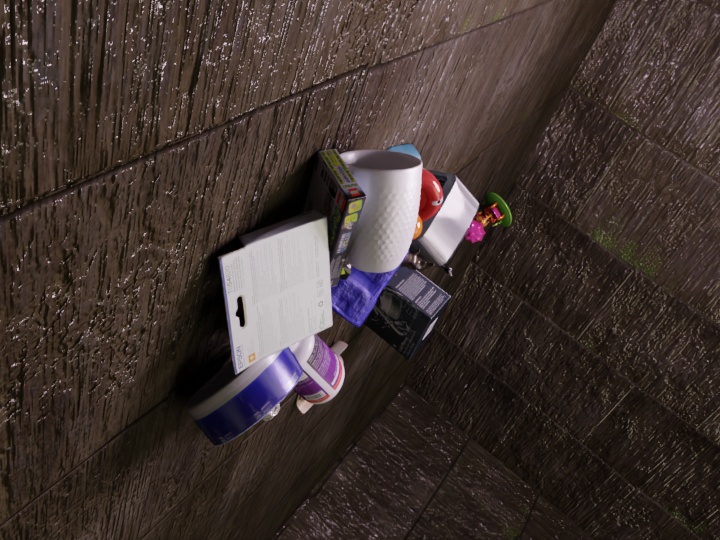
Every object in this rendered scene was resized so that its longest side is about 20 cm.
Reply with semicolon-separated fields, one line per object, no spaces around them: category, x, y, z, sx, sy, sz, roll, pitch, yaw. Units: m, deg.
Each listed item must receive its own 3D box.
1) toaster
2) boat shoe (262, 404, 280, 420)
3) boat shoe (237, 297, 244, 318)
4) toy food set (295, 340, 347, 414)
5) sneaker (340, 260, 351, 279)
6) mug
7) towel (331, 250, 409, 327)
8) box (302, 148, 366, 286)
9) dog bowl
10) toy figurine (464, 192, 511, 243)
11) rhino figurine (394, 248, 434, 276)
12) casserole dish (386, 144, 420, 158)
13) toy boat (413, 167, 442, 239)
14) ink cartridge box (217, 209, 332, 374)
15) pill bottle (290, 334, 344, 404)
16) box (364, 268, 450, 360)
toaster;0.156;-0.116;1.491;0.118;0.198;0.184;40;79;-38
boat shoe;-0.185;0.254;1.281;0.071;0.071;0.198;-41;-169;-38
boat shoe;-0.160;0.074;1.140;0.077;0.071;0.200;-53;166;-3
toy food set;-0.105;0.302;1.851;0.143;0.060;0.203;-42;160;-43
sneaker;-0.059;-0.016;1.224;0.074;0.087;0.199;-52;170;34
mug;0.016;-0.106;1.127;0.143;0.200;0.181;-7;114;-23
towel;0.000;0.000;1.368;0.203;0.146;0.049;-55;-159;-2
box;-0.053;-0.079;1.069;0.034;0.111;0.203;-13;144;-29
dog bowl;-0.195;0.198;1.122;0.198;0.080;0.200;-36;-172;6
toy figurine;0.463;-0.185;2.575;0.182;0.152;0.200;-36;-174;-15
rhino figurine;0.069;-0.025;1.460;0.088;0.194;0.062;54;49;-62
casserole dish;0.071;-0.196;1.367;0.199;0.038;0.123;-26;147;-61
toy boat;0.076;-0.110;1.266;0.195;0.132;0.133;-23;141;-18
ink cartridge box;-0.131;0.030;1.017;0.197;0.040;0.206;-23;125;-36
pill bottle;-0.118;0.178;1.328;0.113;0.111;0.201;-50;137;-13
box;0.124;0.108;1.895;0.123;0.195;0.203;-38;159;-42
